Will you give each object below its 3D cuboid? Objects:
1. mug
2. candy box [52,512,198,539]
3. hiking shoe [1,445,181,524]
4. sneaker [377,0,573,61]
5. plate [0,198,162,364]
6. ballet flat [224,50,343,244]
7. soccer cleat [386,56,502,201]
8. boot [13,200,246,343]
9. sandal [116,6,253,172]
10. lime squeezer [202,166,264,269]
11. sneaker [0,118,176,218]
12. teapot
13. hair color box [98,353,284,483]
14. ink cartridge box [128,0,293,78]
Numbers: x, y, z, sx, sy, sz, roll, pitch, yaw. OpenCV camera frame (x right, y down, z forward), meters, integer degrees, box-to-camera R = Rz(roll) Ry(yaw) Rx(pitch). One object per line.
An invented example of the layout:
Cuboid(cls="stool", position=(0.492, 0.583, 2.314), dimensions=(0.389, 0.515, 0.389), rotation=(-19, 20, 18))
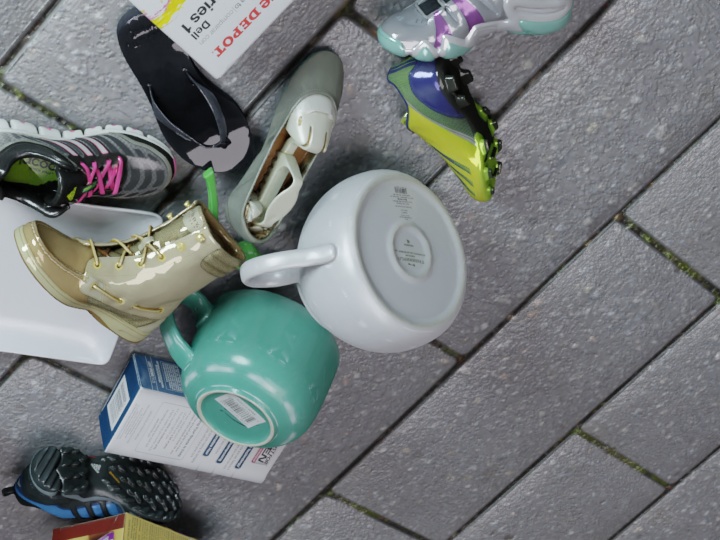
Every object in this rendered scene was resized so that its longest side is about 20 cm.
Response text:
Cuboid(cls="mug", position=(-0.125, 0.109, 1.516), dimensions=(0.184, 0.115, 0.153), rotation=(12, 138, 14))
Cuboid(cls="candy box", position=(-0.250, 0.340, 1.686), dimensions=(0.116, 0.057, 0.200), rotation=(-16, 147, 30))
Cuboid(cls="hiking shoe", position=(-0.298, 0.248, 1.644), dimensions=(0.199, 0.075, 0.087), rotation=(23, 141, -33))
Cuboid(cls="sneaker", position=(0.106, -0.280, 1.343), dimensions=(0.199, 0.078, 0.141), rotation=(-18, 131, -18))
Cuboid(cls="plate", position=(-0.320, 0.001, 1.445), dimensions=(0.199, 0.032, 0.200), rotation=(9, 125, -26))
Cuboid(cls="ballet flat", position=(-0.062, -0.114, 1.398), dimensions=(0.067, 0.064, 0.201), rotation=(19, 108, -39))
Cuboid(cls="soccer cleat", position=(0.087, -0.144, 1.463), dimensions=(0.083, 0.065, 0.201), rotation=(-4, 141, 24))
Cuboid(cls="boot", position=(-0.217, -0.020, 1.385), dimensions=(0.155, 0.073, 0.200), rotation=(-33, 138, 15))
Cuboid(cls="sandal", position=(-0.167, -0.159, 1.361), dimensions=(0.076, 0.043, 0.200), rotation=(-30, 131, 7))
Cuboid(cls="lime squeezer", position=(-0.120, -0.034, 1.486), dimensions=(0.071, 0.038, 0.200), rotation=(-46, 134, 2))
Cuboid(cls="sneaker", position=(-0.267, -0.089, 1.353), dimensions=(0.198, 0.088, 0.074), rotation=(5, 126, -23))
Cuboid(cls="teapot", position=(0.000, 0.000, 1.479), dimensions=(0.145, 0.198, 0.200), rotation=(-20, 118, 42))
Cuboid(cls="hair color box", position=(-0.179, 0.166, 1.611), dimensions=(0.199, 0.061, 0.100), rotation=(17, 121, -29))
Cuboid(cls="ink cartridge box", position=(-0.147, -0.284, 1.226), dimensions=(0.145, 0.084, 0.200), rotation=(-45, 129, 6))
